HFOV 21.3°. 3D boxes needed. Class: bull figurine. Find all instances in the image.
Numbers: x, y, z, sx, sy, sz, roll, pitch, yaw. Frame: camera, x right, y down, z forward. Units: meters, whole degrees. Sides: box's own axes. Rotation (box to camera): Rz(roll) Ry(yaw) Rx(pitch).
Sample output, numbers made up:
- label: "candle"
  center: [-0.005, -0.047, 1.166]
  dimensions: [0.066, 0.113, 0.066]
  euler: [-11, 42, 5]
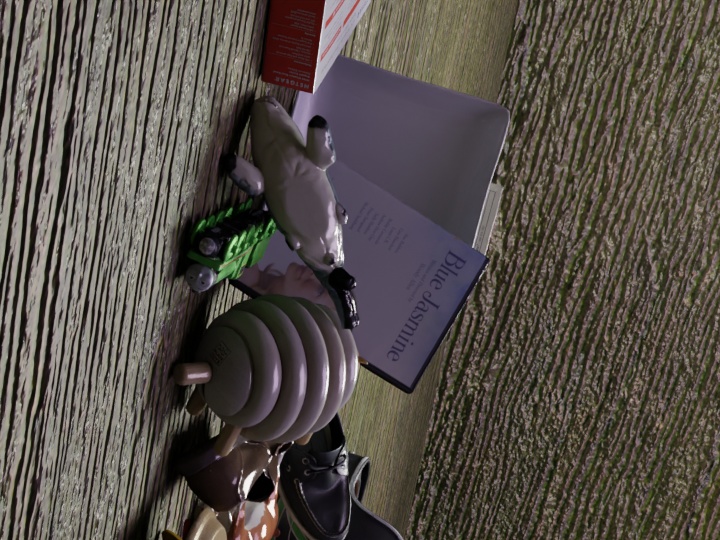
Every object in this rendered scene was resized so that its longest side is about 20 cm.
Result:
- label: "bull figurine"
  center: [-0.115, 0.236, 1.865]
  dimensions: [0.200, 0.064, 0.123]
  euler: [-56, 155, -74]

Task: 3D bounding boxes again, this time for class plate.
- label: "plate"
  center: [0.019, -0.083, 1.763]
  dimensions: [0.032, 0.198, 0.202]
  euler: [117, -10, -78]

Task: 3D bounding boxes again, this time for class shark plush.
- label: "shark plush"
  center: [-0.036, -0.052, 1.586]
  dimensions: [0.090, 0.201, 0.083]
  euler: [-35, -169, -1]

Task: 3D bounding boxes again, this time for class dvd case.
- label: "dvd case"
  center: [0.000, 0.000, 1.697]
  dimensions: [0.144, 0.199, 0.018]
  euler: [-59, -164, -3]

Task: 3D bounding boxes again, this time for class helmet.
- label: "helmet"
  center: [-0.043, 0.295, 2.029]
  dimensions: [0.199, 0.191, 0.200]
  euler: [-36, 164, -12]

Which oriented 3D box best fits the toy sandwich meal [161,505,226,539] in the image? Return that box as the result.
- label: "toy sandwich meal"
  center: [-0.168, 0.294, 1.606]
  dimensions: [0.205, 0.069, 0.208]
  euler: [12, 90, -84]

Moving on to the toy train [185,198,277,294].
- label: "toy train"
  center: [-0.106, -0.020, 1.562]
  dimensions: [0.200, 0.041, 0.057]
  euler: [-39, 154, -77]

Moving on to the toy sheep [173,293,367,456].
- label: "toy sheep"
  center: [-0.077, 0.086, 1.617]
  dimensions: [0.199, 0.137, 0.139]
  euler: [-8, 117, -46]

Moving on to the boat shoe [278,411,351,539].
- label: "boat shoe"
  center: [-0.046, 0.177, 1.926]
  dimensions: [0.066, 0.074, 0.202]
  euler: [-29, -111, 61]

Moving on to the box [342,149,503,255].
- label: "box"
  center: [0.027, -0.058, 1.817]
  dimensions: [0.078, 0.198, 0.096]
  euler: [104, 4, -77]

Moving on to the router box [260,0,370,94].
- label: "router box"
  center: [-0.025, -0.276, 1.627]
  dimensions: [0.200, 0.048, 0.181]
  euler: [-64, 166, -56]

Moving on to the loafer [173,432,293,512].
- label: "loafer"
  center: [-0.108, 0.178, 1.714]
  dimensions: [0.072, 0.073, 0.200]
  euler: [63, 19, 3]
